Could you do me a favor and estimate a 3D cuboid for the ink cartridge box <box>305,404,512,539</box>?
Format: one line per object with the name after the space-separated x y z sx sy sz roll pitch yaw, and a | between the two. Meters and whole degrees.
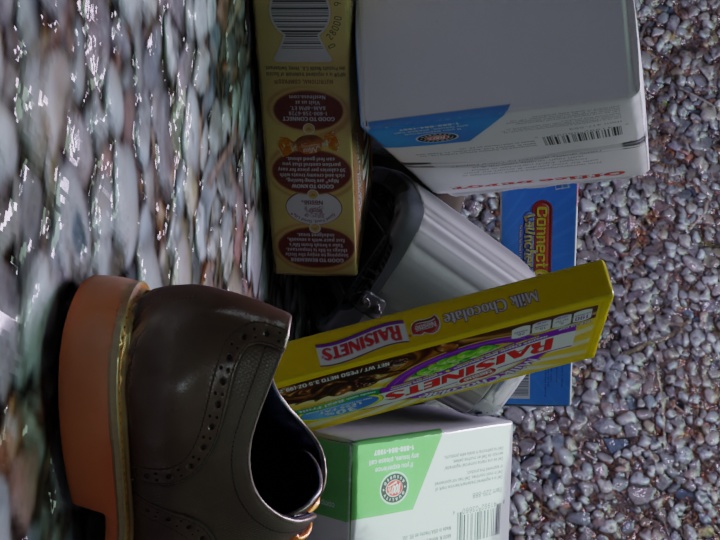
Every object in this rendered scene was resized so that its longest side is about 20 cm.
0.018 0.194 0.785 0.145 0.084 0.201 0 93 -43 | ink cartridge box

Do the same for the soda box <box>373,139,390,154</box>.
0.003 -0.193 0.963 0.063 0.068 0.201 54 39 -82 | soda box

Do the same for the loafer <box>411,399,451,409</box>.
0.060 0.129 0.950 0.200 0.070 0.070 70 -3 -56 | loafer

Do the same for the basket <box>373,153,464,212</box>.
0.046 -0.119 1.119 0.181 0.135 0.200 -60 168 -25 | basket

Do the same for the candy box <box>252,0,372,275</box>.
-0.024 -0.111 0.731 0.116 0.055 0.201 -80 171 -55 | candy box

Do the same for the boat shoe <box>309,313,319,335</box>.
-0.012 0.112 0.903 0.072 0.068 0.201 98 -4 -57 | boat shoe

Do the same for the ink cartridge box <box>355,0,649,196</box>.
0.091 -0.106 0.733 0.200 0.146 0.086 21 65 -75 | ink cartridge box

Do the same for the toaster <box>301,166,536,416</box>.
0.044 0.014 0.820 0.114 0.129 0.200 -57 -165 7 | toaster

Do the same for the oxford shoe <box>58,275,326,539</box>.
-0.048 0.091 0.415 0.071 0.072 0.201 -83 173 -50 | oxford shoe

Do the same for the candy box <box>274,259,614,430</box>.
0.038 0.048 0.695 0.102 0.199 0.027 80 -5 -69 | candy box

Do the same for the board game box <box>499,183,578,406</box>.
0.138 -0.029 0.989 0.196 0.056 0.201 -76 165 -61 | board game box
